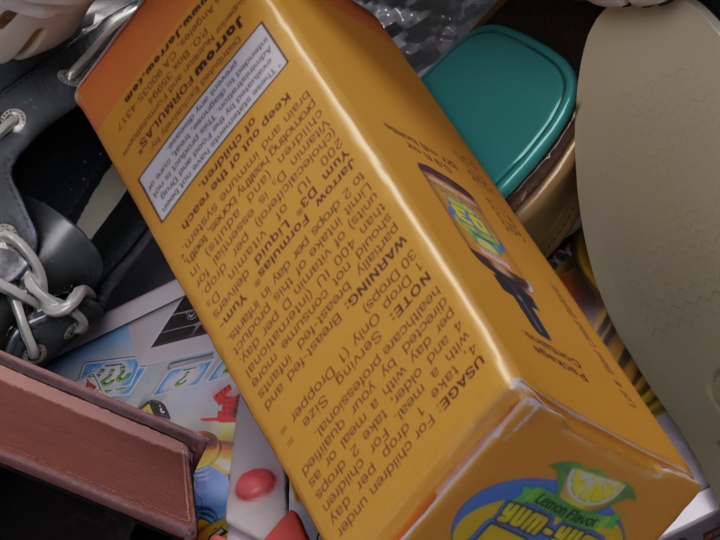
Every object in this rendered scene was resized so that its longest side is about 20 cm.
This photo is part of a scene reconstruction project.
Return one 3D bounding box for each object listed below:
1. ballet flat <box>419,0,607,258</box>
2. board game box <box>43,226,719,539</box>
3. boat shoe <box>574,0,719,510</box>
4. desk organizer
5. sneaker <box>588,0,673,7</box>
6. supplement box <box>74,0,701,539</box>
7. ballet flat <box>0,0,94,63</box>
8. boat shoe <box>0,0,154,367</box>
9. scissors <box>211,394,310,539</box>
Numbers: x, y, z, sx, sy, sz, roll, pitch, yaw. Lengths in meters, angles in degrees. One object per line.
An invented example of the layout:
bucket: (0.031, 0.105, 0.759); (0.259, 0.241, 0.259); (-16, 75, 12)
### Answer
ballet flat: (0.064, -0.054, 0.738); (0.200, 0.063, 0.069); (-55, 36, 9)
board game box: (-0.010, 0.053, 0.767); (0.200, 0.035, 0.126); (-26, 69, -1)
boat shoe: (0.114, 0.018, 0.707); (0.063, 0.074, 0.202); (-34, 104, -38)
desk organizer: (-0.109, 0.125, 0.689); (0.072, 0.077, 0.200); (24, 99, -9)
sneaker: (0.033, -0.114, 0.675); (0.200, 0.085, 0.077); (-1, 56, 39)
supplement box: (0.000, 0.000, 0.675); (0.069, 0.066, 0.200); (-50, 40, 14)
ballet flat: (-0.104, -0.089, 0.754); (0.070, 0.065, 0.200); (-29, 26, -36)
boat shoe: (-0.096, -0.009, 0.751); (0.062, 0.073, 0.200); (1, 42, 38)
scissors: (-0.031, 0.063, 0.683); (0.073, 0.014, 0.200); (-24, 35, -1)
